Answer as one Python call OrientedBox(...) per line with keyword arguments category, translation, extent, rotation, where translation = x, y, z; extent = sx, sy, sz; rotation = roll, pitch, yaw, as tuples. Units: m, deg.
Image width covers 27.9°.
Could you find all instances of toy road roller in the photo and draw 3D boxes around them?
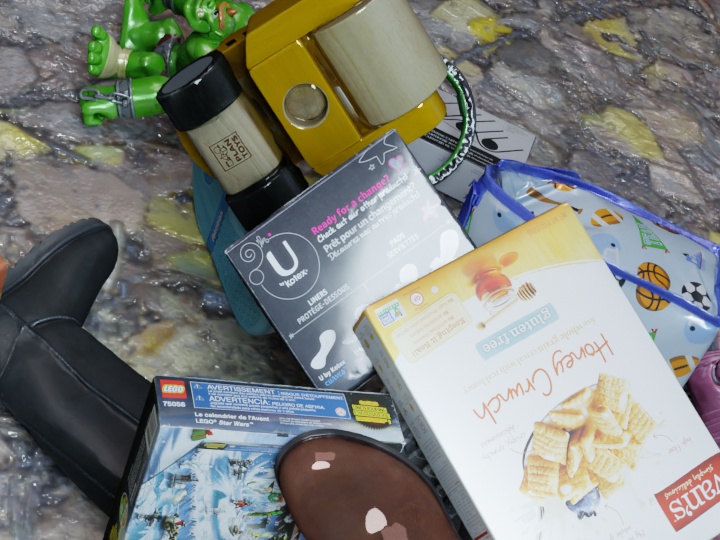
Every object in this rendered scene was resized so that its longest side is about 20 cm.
OrientedBox(category="toy road roller", translation=(-0.042, -0.137, 1.035), extent=(0.124, 0.198, 0.147), rotation=(55, 16, -22))

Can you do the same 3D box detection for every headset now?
OrientedBox(category="headset", translation=(0.000, -0.119, 1.208), extent=(0.197, 0.125, 0.094), rotation=(-13, 1, 1))

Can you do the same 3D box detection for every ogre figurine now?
OrientedBox(category="ogre figurine", translation=(-0.155, -0.188, 1.230), extent=(0.118, 0.100, 0.200), rotation=(8, 23, 7))

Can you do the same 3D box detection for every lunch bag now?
OrientedBox(category="lunch bag", translation=(0.150, 0.026, 1.084), extent=(0.198, 0.171, 0.124), rotation=(23, 33, -1))

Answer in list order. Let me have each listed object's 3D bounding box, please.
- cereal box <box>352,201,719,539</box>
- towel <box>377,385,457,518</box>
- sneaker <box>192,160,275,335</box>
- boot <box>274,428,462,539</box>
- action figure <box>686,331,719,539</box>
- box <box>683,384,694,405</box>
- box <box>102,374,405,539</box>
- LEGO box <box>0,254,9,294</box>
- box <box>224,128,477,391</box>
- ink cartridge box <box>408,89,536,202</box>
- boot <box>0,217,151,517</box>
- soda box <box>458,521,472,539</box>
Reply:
OrientedBox(category="cereal box", translation=(0.105, 0.080, 0.792), extent=(0.143, 0.040, 0.201), rotation=(-27, 78, -20))
OrientedBox(category="towel", translation=(0.052, 0.102, 0.923), extent=(0.086, 0.200, 0.165), rotation=(45, 42, 6))
OrientedBox(category="sneaker", translation=(-0.053, -0.039, 1.126), extent=(0.129, 0.080, 0.202), rotation=(-3, 56, -27))
OrientedBox(category="boot", translation=(0.029, 0.183, 0.690), extent=(0.189, 0.068, 0.200), rotation=(56, 8, -19))
OrientedBox(category="action figure", translation=(0.273, 0.121, 1.073), extent=(0.147, 0.134, 0.203), rotation=(-12, 76, -7))
OrientedBox(category="box", translation=(0.298, 0.052, 1.234), extent=(0.197, 0.045, 0.161), rotation=(0, 46, -27))
OrientedBox(category="box", translation=(-0.071, 0.146, 0.810), extent=(0.135, 0.202, 0.040), rotation=(7, 39, -21))
OrientedBox(category="LEGO box", translation=(-0.285, 0.071, 0.782), extent=(0.077, 0.201, 0.148), rotation=(38, 40, 16))
OrientedBox(category="box", translation=(0.000, 0.000, 0.933), extent=(0.115, 0.131, 0.200), rotation=(54, -2, 1))
OrientedBox(category="ink cartridge box", translation=(0.054, -0.126, 1.303), extent=(0.198, 0.045, 0.094), rotation=(26, 37, 2))
OrientedBox(category="boot", translation=(-0.158, 0.067, 0.958), extent=(0.199, 0.066, 0.165), rotation=(34, 48, 16))
OrientedBox(category="soda box", translation=(0.117, 0.152, 0.901), extent=(0.063, 0.200, 0.071), rotation=(19, 69, -6))
